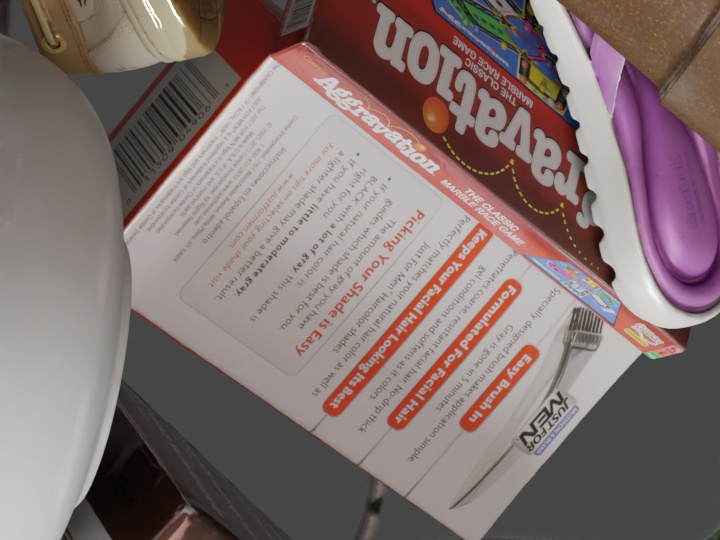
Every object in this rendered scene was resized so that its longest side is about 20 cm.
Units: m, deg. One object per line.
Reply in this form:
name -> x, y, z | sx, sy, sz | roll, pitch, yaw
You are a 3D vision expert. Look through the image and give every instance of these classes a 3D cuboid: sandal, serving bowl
sandal -> 0.105, -0.082, 0.924 | 0.082, 0.050, 0.203 | -25, 103, -44
serving bowl -> -0.114, 0.027, 0.834 | 0.066, 0.200, 0.200 | 12, 111, -15

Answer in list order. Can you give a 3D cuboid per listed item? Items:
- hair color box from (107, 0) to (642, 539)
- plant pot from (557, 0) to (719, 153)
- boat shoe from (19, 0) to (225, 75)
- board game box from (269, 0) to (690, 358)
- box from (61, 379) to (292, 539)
hair color box -> 0.000, 0.000, 0.953 | 0.200, 0.064, 0.111 | 37, 96, -31
plant pot -> 0.102, -0.154, 0.815 | 0.198, 0.200, 0.200 | 34, 101, 1
boat shoe -> -0.113, -0.144, 0.830 | 0.069, 0.074, 0.200 | -18, 115, 18
board game box -> 0.055, -0.062, 0.931 | 0.200, 0.019, 0.103 | 37, 55, -32
box -> -0.072, 0.167, 0.927 | 0.166, 0.164, 0.200 | -46, 116, -2
